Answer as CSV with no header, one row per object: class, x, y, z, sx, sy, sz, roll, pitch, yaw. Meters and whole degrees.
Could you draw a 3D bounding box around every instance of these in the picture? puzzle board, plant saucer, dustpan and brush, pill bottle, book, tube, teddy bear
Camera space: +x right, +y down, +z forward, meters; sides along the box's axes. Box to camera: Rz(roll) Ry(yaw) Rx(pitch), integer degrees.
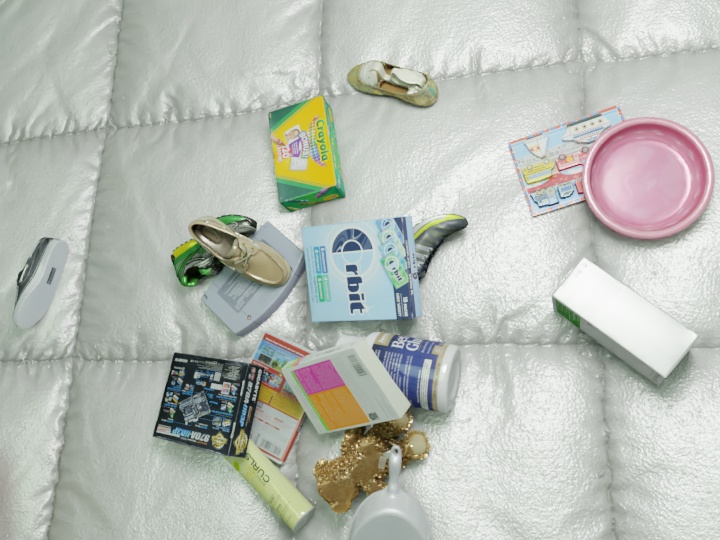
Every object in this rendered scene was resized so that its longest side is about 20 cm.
puzzle board,0.373,-0.192,1.184,0.199,0.017,0.151,-18,70,12
plant saucer,0.462,-0.147,1.111,0.199,0.051,0.202,-2,82,12
dustpan and brush,0.050,0.373,1.070,0.139,0.057,0.201,4,110,6
pill bottle,0.058,0.162,1.126,0.199,0.111,0.112,8,76,19
book,-0.031,0.187,1.092,0.200,0.048,0.134,-22,106,47
tube,-0.164,0.359,1.173,0.200,0.052,0.058,39,75,25
teddy bear,0.020,0.311,1.125,0.145,0.067,0.200,36,86,6

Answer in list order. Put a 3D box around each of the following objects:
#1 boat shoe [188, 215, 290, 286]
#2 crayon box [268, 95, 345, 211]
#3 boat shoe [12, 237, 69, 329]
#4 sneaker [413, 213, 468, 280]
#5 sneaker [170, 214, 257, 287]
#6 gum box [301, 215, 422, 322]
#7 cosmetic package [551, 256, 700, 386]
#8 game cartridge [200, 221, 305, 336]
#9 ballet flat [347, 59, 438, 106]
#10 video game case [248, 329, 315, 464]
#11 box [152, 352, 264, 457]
boat shoe,-0.220,-0.031,1.231,0.200,0.065,0.072,33,98,-1
crayon box,-0.105,-0.226,1.324,0.118,0.058,0.201,-14,70,13
boat shoe,-0.684,0.022,1.429,0.067,0.072,0.201,12,75,18
sneaker,0.105,-0.030,1.199,0.200,0.074,0.081,-31,73,15
sneaker,-0.272,-0.035,1.306,0.200,0.078,0.085,-34,59,20
gum box,0.000,0.000,1.180,0.199,0.044,0.171,-5,94,30
cosmetic package,0.400,0.077,1.045,0.200,0.108,0.085,40,89,25
game cartridge,-0.197,0.019,1.293,0.133,0.040,0.200,40,89,27
ballet flat,0.056,-0.370,1.312,0.199,0.071,0.071,24,82,23
video game case,-0.155,0.224,1.227,0.142,0.017,0.201,22,82,22
box,-0.273,0.236,1.219,0.199,0.046,0.160,1,74,35
